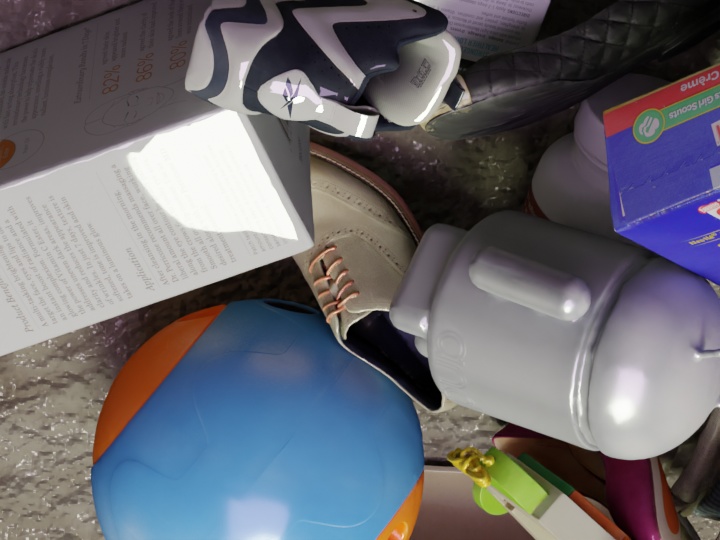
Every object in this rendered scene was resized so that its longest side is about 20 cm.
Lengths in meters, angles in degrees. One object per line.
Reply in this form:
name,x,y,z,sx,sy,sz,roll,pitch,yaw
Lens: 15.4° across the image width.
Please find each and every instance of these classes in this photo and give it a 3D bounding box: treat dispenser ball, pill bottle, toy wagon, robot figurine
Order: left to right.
treat dispenser ball,-0.061,0.117,1.599,0.201,0.201,0.201,-1,126,-1
toy wagon,0.125,0.159,1.570,0.040,0.155,0.200,-47,124,-6
robot figurine,0.117,0.036,1.458,0.200,0.113,0.170,17,168,31
pill bottle,0.145,-0.010,1.567,0.112,0.112,0.200,10,125,-9

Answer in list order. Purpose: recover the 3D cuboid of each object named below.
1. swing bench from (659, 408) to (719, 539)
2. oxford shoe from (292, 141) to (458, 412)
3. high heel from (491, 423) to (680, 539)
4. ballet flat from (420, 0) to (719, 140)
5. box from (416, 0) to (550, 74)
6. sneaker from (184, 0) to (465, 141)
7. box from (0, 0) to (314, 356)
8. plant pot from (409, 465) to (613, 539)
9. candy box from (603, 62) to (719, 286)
swing bench,0.268,0.128,1.615,0.130,0.200,0.199,12,124,-9
oxford shoe,0.000,0.000,1.555,0.200,0.074,0.071,42,128,8
high heel,0.136,0.132,1.617,0.096,0.200,0.067,-18,106,4
ballet flat,0.116,-0.125,1.484,0.200,0.057,0.066,-25,169,-17
box,0.074,-0.192,1.474,0.082,0.049,0.200,13,124,-11
sneaker,0.007,-0.128,1.412,0.130,0.199,0.080,26,123,11
box,-0.137,-0.061,1.499,0.200,0.152,0.106,-19,124,13
plant pot,0.073,0.259,1.722,0.200,0.200,0.177,2,137,-3
candy box,0.248,-0.051,1.397,0.169,0.077,0.200,-21,154,31
